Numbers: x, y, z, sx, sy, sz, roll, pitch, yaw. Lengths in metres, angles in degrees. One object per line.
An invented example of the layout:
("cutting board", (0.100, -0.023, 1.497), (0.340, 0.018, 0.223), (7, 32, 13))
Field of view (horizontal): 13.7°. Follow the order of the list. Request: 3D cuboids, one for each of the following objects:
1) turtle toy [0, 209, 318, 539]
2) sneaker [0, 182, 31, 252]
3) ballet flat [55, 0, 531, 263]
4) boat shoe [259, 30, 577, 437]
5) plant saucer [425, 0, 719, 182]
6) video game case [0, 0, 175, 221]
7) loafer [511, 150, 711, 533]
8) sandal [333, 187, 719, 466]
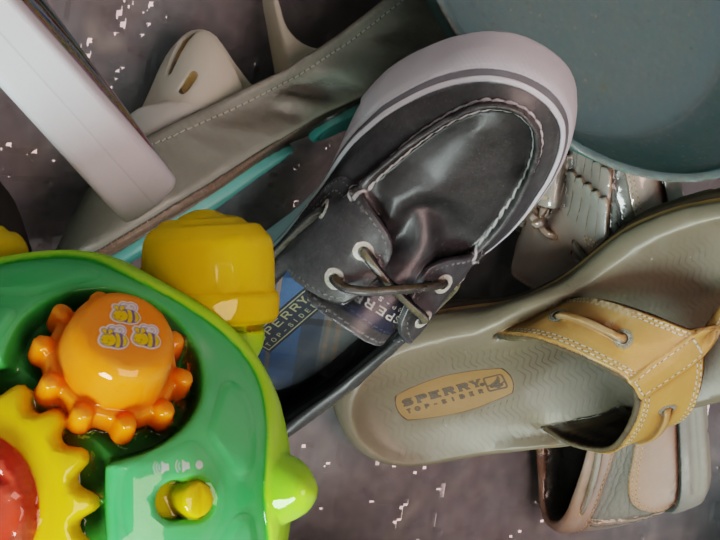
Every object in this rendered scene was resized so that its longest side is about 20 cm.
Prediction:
("turtle toy", (-0.107, 0.059, 0.812), (0.101, 0.199, 0.147), (-7, 95, -71))
("sneaker", (-0.127, 0.064, 0.990), (0.074, 0.088, 0.201), (-6, 107, -29))
("ballet flat", (-0.032, -0.063, 1.030), (0.200, 0.067, 0.064), (-29, 91, -21))
("boat shoe", (0.000, 0.000, 0.991), (0.070, 0.066, 0.200), (32, 133, -24))
("plant saucer", (0.081, -0.121, 1.043), (0.199, 0.036, 0.201), (14, 66, -32))
("video game case", (-0.142, -0.118, 0.865), (0.024, 0.182, 0.200), (-40, 122, 1))
("loafer", (0.086, 0.011, 1.114), (0.063, 0.072, 0.201), (-20, 118, -16))
("sandal", (0.081, 0.033, 1.065), (0.199, 0.054, 0.081), (-19, 118, 16))
